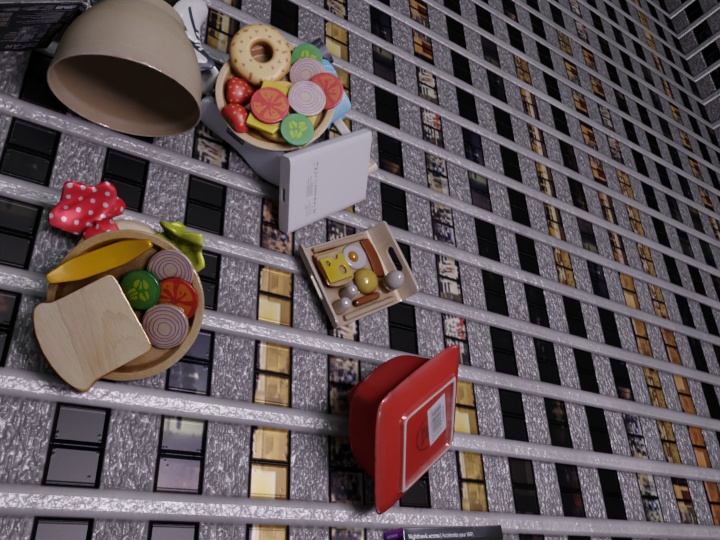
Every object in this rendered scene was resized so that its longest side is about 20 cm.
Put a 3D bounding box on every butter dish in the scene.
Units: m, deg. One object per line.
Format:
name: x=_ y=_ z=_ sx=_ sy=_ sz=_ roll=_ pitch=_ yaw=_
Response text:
butter dish: x=0.044 y=0.209 z=0.918 sx=0.199 sy=0.147 sz=0.202 roll=-27 pitch=125 yaw=-43

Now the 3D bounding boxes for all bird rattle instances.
bird rattle: x=-0.306 y=-0.021 z=0.805 sx=0.198 sy=0.112 sz=0.165 roll=21 pitch=71 yaw=-23

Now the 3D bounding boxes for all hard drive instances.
hard drive: x=-0.057 y=-0.154 z=1.053 sx=0.026 sy=0.133 sz=0.199 roll=27 pitch=37 yaw=30

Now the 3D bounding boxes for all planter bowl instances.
planter bowl: x=-0.313 y=-0.294 z=0.861 sx=0.199 sy=0.200 sz=0.136 roll=14 pitch=71 yaw=-31

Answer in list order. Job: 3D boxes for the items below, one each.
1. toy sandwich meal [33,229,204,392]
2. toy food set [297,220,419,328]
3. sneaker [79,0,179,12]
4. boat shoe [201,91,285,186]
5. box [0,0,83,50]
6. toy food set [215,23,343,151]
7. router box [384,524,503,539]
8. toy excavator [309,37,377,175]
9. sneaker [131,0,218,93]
toy sandwich meal: x=-0.288 y=0.047 z=0.746 sx=0.203 sy=0.070 sz=0.208 roll=-1 pitch=95 yaw=-16
toy food set: x=0.000 y=0.000 z=1.048 sx=0.199 sy=0.060 sz=0.145 roll=-18 pitch=78 yaw=-42
sneaker: x=-0.385 y=-0.454 z=1.011 sx=0.199 sy=0.078 sz=0.087 roll=-17 pitch=65 yaw=-49
boat shoe: x=-0.175 y=-0.223 z=1.037 sx=0.199 sy=0.072 sz=0.068 roll=39 pitch=50 yaw=-4
box: x=-0.478 y=-0.324 z=0.784 sx=0.199 sy=0.159 sz=0.044 roll=-24 pitch=100 yaw=-42
toy food set: x=-0.130 y=-0.284 z=0.990 sx=0.196 sy=0.049 sz=0.202 roll=20 pitch=71 yaw=-6
router box: x=0.135 y=0.453 z=0.903 sx=0.198 sy=0.051 sz=0.151 roll=14 pitch=57 yaw=-31
toy excavator: x=-0.050 y=-0.276 z=1.118 sx=0.099 sy=0.195 sz=0.201 roll=-32 pitch=71 yaw=0
sneaker: x=-0.271 y=-0.350 z=1.013 sx=0.129 sy=0.080 sz=0.200 roll=33 pitch=50 yaw=-10
